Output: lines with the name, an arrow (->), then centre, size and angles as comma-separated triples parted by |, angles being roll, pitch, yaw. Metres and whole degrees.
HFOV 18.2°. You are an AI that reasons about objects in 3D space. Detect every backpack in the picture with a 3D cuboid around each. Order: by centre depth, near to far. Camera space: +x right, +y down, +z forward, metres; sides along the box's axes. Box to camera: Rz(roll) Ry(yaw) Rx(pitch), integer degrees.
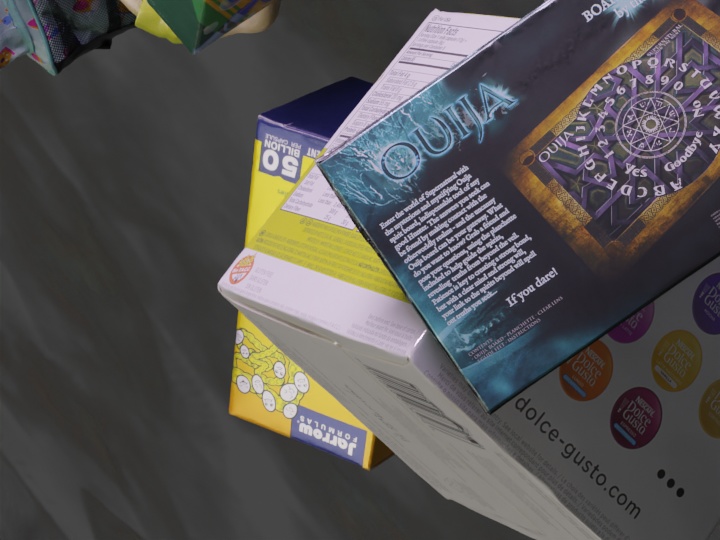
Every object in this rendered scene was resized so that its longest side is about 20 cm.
backpack -> -0.262, -0.256, 1.622 | 0.176, 0.153, 0.200 | 45, 151, 37

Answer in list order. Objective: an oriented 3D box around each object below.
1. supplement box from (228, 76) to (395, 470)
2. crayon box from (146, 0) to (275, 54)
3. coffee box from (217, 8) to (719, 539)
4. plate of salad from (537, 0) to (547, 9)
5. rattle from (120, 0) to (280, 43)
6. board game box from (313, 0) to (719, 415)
supplement box -> 0.000, 0.000, 1.367 | 0.109, 0.110, 0.200 | 20, 117, 27
crayon box -> -0.052, -0.215, 1.259 | 0.052, 0.126, 0.200 | 49, 159, 13
coffee box -> 0.093, 0.008, 1.131 | 0.200, 0.198, 0.200 | 44, 167, -28
plate of salad -> 0.129, -0.145, 1.093 | 0.200, 0.048, 0.200 | 45, 157, 25
rattle -> -0.098, -0.256, 1.434 | 0.130, 0.143, 0.200 | -1, 111, 27
board game box -> 0.099, -0.049, 0.972 | 0.135, 0.200, 0.028 | 56, -179, 0
